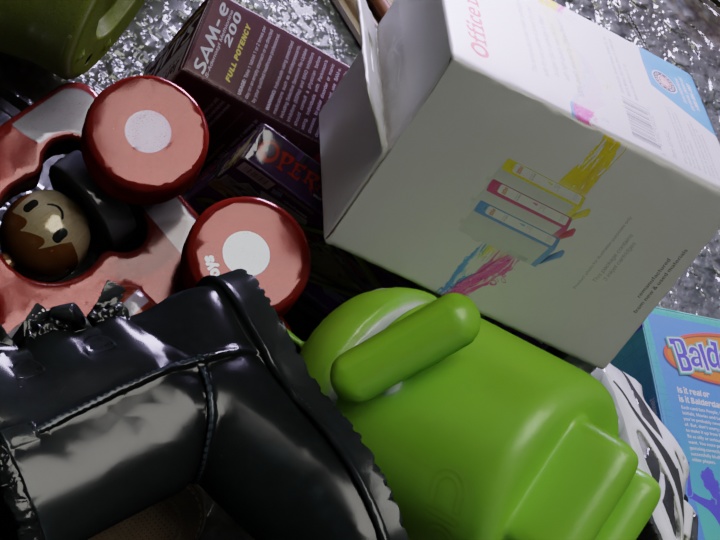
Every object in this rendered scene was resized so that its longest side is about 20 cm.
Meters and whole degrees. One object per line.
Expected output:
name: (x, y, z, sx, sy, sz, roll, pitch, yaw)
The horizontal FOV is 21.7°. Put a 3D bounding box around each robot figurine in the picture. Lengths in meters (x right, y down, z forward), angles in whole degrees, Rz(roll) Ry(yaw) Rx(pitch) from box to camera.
robot figurine: (0.046, 0.082, 0.927, 0.199, 0.175, 0.116, 27, 79, 34)

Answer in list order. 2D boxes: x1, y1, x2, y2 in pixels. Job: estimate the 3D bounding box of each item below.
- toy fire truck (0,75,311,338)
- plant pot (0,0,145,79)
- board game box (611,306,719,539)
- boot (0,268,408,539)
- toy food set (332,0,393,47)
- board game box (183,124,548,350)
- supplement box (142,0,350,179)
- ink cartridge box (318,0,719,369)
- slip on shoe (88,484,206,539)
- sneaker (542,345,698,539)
toy fire truck: (-0.134, 0.006, 0.984, 0.168, 0.112, 0.200, -39, 85, -25)
plant pot: (-0.196, -0.205, 0.985, 0.192, 0.201, 0.201, 32, 47, 0)
board game box: (0.240, 0.128, 1.188, 0.151, 0.045, 0.201, 11, 56, -27)
boot: (-0.088, 0.093, 0.854, 0.162, 0.073, 0.199, -19, 65, -32)
toy food set: (0.057, -0.192, 1.263, 0.143, 0.060, 0.201, -21, 74, -40)
board game box: (0.000, 0.000, 1.053, 0.200, 0.120, 0.032, 37, 64, -13)
supplement box: (-0.029, -0.071, 1.088, 0.199, 0.109, 0.061, 28, 61, -17)
ink cartridge box: (0.071, -0.065, 0.976, 0.199, 0.125, 0.129, 24, 31, -19)
slip on shoe: (-0.162, 0.126, 0.885, 0.199, 0.061, 0.077, 5, 103, -29)
sneaker: (0.153, 0.136, 1.017, 0.088, 0.074, 0.201, 14, 55, -41)
